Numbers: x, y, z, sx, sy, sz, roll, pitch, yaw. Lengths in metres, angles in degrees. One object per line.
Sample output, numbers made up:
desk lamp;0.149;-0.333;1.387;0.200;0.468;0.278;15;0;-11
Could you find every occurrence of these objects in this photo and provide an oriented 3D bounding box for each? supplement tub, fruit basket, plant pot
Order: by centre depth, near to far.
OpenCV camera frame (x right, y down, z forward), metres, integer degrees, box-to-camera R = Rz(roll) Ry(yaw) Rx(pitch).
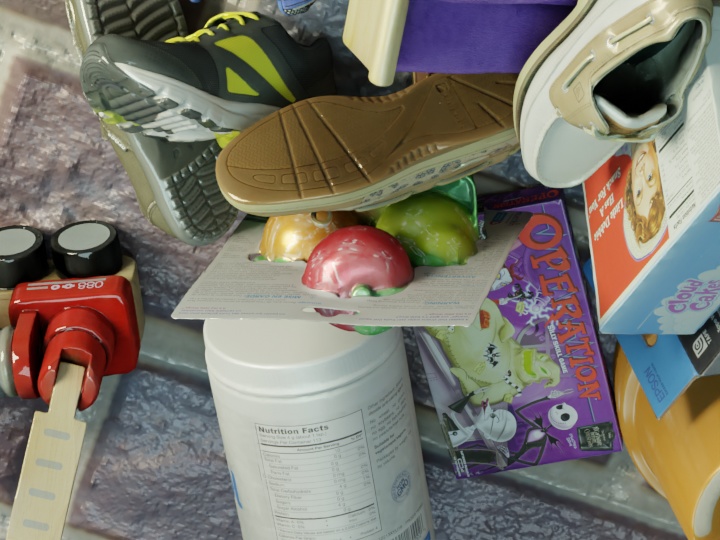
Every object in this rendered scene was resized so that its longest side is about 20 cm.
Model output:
fruit basket;0.000;0.000;1.635;0.184;0.200;0.094;1;117;14
plant pot;0.266;0.110;1.719;0.199;0.184;0.201;1;121;2
supplement tub;-0.025;0.112;1.762;0.131;0.132;0.201;-7;119;6

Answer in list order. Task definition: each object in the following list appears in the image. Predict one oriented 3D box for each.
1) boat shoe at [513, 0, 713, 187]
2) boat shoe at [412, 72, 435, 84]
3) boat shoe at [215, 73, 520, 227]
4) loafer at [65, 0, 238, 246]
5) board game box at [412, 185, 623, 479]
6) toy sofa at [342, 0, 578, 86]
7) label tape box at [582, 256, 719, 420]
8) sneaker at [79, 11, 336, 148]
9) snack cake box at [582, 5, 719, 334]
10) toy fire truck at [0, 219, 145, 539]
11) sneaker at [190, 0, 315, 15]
boat shoe;0.141;-0.105;1.506;0.074;0.069;0.200;-3;144;-20
boat shoe;0.074;-0.156;1.638;0.072;0.068;0.201;11;120;-4
boat shoe;0.011;-0.067;1.608;0.199;0.074;0.063;-14;149;-9
loafer;-0.142;-0.108;1.667;0.069;0.075;0.201;0;113;50
board game box;0.097;0.043;1.775;0.119;0.032;0.201;-13;119;7
toy sofa;0.098;-0.147;1.546;0.199;0.098;0.083;-1;119;-25
label tape box;0.237;-0.020;1.662;0.063;0.145;0.200;13;126;-32
sneaker;-0.091;-0.121;1.626;0.074;0.085;0.199;-6;166;41
snack cake box;0.196;-0.054;1.562;0.067;0.116;0.200;2;155;-17
toy fire truck;-0.232;0.075;1.707;0.175;0.200;0.129;-3;120;4
sneaker;-0.106;-0.201;1.610;0.199;0.075;0.079;13;111;-4
